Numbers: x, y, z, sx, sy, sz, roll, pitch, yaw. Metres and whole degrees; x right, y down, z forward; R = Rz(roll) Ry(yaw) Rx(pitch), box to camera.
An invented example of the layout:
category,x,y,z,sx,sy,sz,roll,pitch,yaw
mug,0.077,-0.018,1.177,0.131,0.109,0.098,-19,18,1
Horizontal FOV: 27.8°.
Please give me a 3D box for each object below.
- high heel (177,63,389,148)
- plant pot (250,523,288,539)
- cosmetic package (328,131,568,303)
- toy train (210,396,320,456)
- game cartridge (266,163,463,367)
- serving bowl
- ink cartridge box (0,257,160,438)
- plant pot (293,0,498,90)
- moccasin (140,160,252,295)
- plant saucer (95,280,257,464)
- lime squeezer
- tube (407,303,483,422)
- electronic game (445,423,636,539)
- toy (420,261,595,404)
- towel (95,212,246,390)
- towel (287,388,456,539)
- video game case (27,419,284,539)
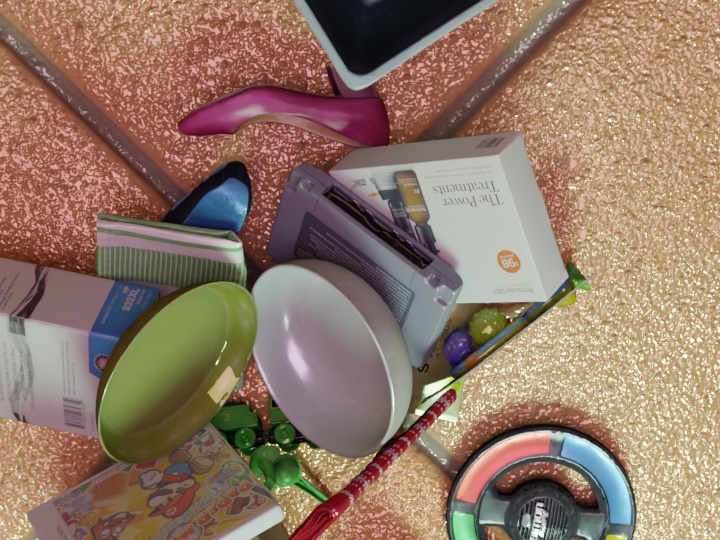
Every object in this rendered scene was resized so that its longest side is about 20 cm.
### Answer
category,x,y,z,sx,sy,sz,roll,pitch,yaw
high heel,-0.072,-0.137,1.409,0.199,0.067,0.097,-16,92,0
plant pot,-0.163,0.308,1.458,0.199,0.200,0.178,-16,89,3
cosmetic package,0.081,-0.045,1.365,0.199,0.052,0.151,-3,120,40
toy train,-0.066,0.154,1.484,0.199,0.042,0.057,-7,65,4
game cartridge,0.000,0.000,1.402,0.200,0.041,0.133,38,136,15
serving bowl,-0.019,0.076,1.392,0.066,0.200,0.201,-27,106,-38
ink cartridge box,-0.301,0.076,1.412,0.199,0.084,0.146,11,132,5
plant pot,0.021,-0.304,1.307,0.196,0.200,0.196,-32,102,6
moccasin,-0.164,-0.029,1.431,0.080,0.068,0.200,38,123,-21
plant saucer,-0.178,0.090,1.364,0.031,0.200,0.201,34,102,27
lime squeezer,-0.071,0.205,1.457,0.070,0.200,0.038,24,82,24
tube,0.091,0.058,1.468,0.058,0.052,0.201,24,107,26
electronic game,0.188,0.257,1.515,0.199,0.042,0.201,0,103,0
toy,0.133,0.055,1.419,0.200,0.115,0.047,-33,84,-5
towel,-0.187,0.036,1.427,0.152,0.023,0.201,7,129,1
towel,0.004,0.199,1.406,0.022,0.200,0.145,46,142,6
video game case,-0.196,0.230,1.366,0.199,0.182,0.023,-27,123,-17
